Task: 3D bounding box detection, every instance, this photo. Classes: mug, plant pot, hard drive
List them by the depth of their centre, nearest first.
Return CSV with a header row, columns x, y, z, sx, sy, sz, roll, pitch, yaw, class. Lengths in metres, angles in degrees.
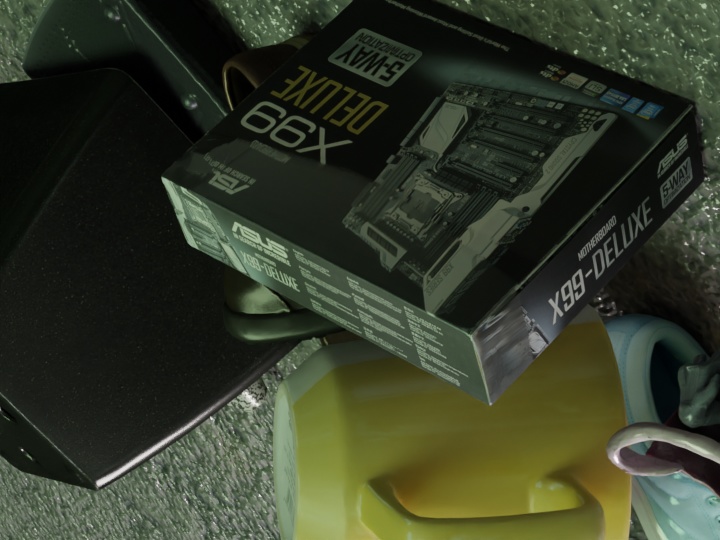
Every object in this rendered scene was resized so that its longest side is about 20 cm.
x,y,z,sx,sy,sz,roll,pitch,yaw,class
0.040,0.085,1.019,0.187,0.152,0.151,112,155,-68,mug
-0.131,-0.115,1.277,0.135,0.042,0.200,48,157,-4,hard drive
-0.172,0.016,1.287,0.200,0.178,0.199,48,158,-23,plant pot

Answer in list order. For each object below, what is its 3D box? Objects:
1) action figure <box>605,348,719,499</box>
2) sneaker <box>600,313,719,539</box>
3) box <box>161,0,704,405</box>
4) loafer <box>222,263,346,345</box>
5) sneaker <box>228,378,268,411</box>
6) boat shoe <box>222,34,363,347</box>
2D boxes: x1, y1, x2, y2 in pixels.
x,y,z,sx,sy,sz,roll,pitch,yaw,class
0.223,0.123,0.958,0.133,0.148,0.202,-4,112,52,action figure
0.179,0.108,1.075,0.200,0.074,0.082,50,160,-8,sneaker
0.031,-0.042,0.988,0.199,0.158,0.050,27,150,37,box
0.022,-0.015,1.046,0.073,0.198,0.072,-82,-21,-69,loafer
-0.135,0.069,1.537,0.089,0.077,0.199,50,159,-29,sneaker
-0.026,-0.022,1.129,0.072,0.072,0.202,-12,93,45,boat shoe
